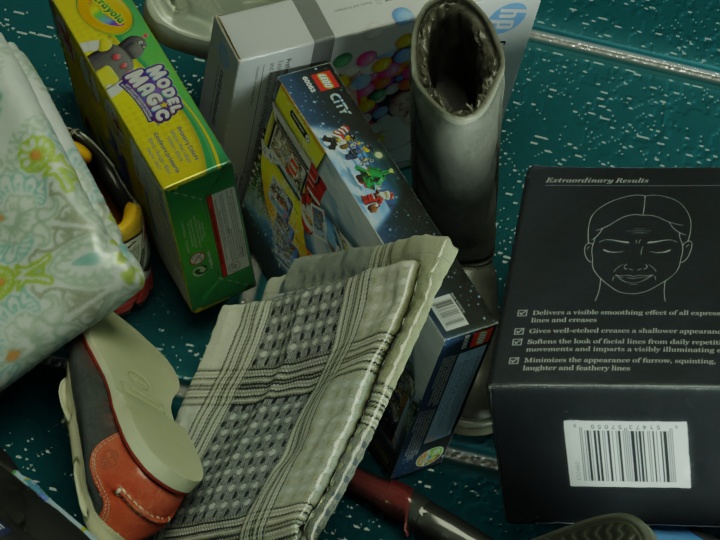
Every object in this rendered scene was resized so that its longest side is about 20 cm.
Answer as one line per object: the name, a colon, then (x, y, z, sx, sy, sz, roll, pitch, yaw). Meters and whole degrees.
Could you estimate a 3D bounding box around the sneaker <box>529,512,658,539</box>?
sneaker: (0.092, 0.192, 1.578, 0.198, 0.114, 0.077, -16, 51, 26)

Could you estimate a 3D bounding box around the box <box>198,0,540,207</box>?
box: (0.001, -0.113, 1.745, 0.199, 0.156, 0.041, -16, 60, -22)

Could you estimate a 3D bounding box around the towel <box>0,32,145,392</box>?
towel: (-0.231, -0.021, 1.649, 0.171, 0.048, 0.201, -37, 61, 11)

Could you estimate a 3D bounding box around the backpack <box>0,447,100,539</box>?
backpack: (-0.170, 0.208, 1.501, 0.199, 0.154, 0.163, 22, 48, 34)

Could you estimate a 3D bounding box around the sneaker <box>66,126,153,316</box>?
sneaker: (-0.190, -0.066, 1.722, 0.078, 0.082, 0.200, -36, 66, -30)

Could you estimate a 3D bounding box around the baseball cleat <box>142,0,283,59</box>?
baseball cleat: (-0.059, -0.138, 1.775, 0.199, 0.107, 0.070, -7, 57, -38)

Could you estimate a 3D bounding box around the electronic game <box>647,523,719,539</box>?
electronic game: (0.242, 0.129, 1.642, 0.199, 0.042, 0.200, -2, 29, 1)

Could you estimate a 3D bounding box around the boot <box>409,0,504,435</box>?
boot: (0.059, -0.029, 1.666, 0.072, 0.200, 0.183, -6, 55, -14)

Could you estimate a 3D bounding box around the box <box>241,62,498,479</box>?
box: (0.000, 0.000, 1.673, 0.038, 0.137, 0.201, -17, 59, -26)

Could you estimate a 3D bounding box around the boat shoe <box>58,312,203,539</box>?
boat shoe: (-0.137, 0.083, 1.614, 0.071, 0.063, 0.200, 31, 17, -28)

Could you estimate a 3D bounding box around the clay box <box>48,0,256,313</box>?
clay box: (-0.127, -0.085, 1.712, 0.047, 0.115, 0.200, -23, 53, -11)

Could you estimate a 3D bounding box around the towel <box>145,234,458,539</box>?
towel: (-0.044, 0.069, 1.572, 0.034, 0.192, 0.201, 37, 64, -22)

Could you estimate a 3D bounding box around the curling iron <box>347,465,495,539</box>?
curling iron: (0.022, 0.137, 1.643, 0.199, 0.026, 0.050, 29, 17, 7)

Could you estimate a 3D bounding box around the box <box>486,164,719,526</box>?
box: (0.160, 0.040, 1.646, 0.147, 0.108, 0.201, 0, 40, 12)
